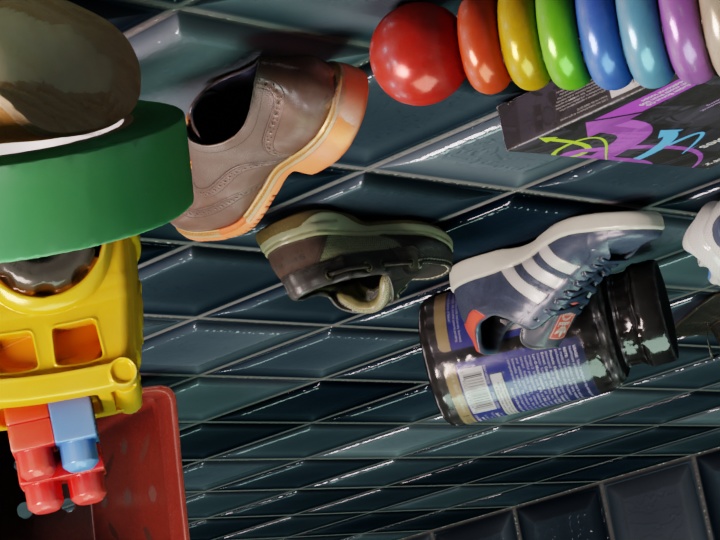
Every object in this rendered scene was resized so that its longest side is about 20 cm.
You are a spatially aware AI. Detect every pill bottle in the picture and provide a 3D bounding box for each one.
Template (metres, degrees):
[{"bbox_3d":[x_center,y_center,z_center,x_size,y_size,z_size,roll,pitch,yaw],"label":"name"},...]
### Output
[{"bbox_3d":[0.156,0.055,1.889,0.199,0.112,0.112,-13,167,12],"label":"pill bottle"}]

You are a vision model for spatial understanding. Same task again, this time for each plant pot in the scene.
[{"bbox_3d":[-0.277,0.215,2.040,0.199,0.201,0.176,-5,176,-23],"label":"plant pot"}]

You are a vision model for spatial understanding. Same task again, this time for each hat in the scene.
[{"bbox_3d":[0.393,0.068,2.202,0.199,0.081,0.201,-9,166,-2],"label":"hat"}]

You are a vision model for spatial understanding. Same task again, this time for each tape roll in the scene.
[{"bbox_3d":[-0.184,-0.046,1.151,0.199,0.048,0.200,-5,-167,1],"label":"tape roll"}]

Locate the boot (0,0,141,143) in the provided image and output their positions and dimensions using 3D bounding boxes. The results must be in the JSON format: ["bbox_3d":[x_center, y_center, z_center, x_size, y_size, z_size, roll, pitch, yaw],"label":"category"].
[{"bbox_3d":[-0.222,-0.089,1.110,0.201,0.071,0.144,-2,174,-44],"label":"boot"}]

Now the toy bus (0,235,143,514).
[{"bbox_3d":[-0.226,0.056,1.417,0.199,0.193,0.136,-8,168,-6],"label":"toy bus"}]

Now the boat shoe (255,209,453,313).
[{"bbox_3d":[0.000,0.000,1.634,0.073,0.065,0.199,-23,163,36],"label":"boat shoe"}]

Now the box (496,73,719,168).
[{"bbox_3d":[0.204,-0.105,1.426,0.199,0.036,0.143,0,163,-43],"label":"box"}]

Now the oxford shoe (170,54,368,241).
[{"bbox_3d":[-0.073,-0.075,1.295,0.073,0.072,0.200,18,150,-24],"label":"oxford shoe"}]

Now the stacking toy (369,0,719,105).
[{"bbox_3d":[0.102,-0.124,1.188,0.199,0.086,0.085,-9,168,16],"label":"stacking toy"}]

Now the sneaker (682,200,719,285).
[{"bbox_3d":[0.336,-0.030,1.776,0.146,0.081,0.200,-10,173,37],"label":"sneaker"}]

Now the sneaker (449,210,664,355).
[{"bbox_3d":[0.158,0.013,1.774,0.075,0.085,0.200,2,161,-44],"label":"sneaker"}]
